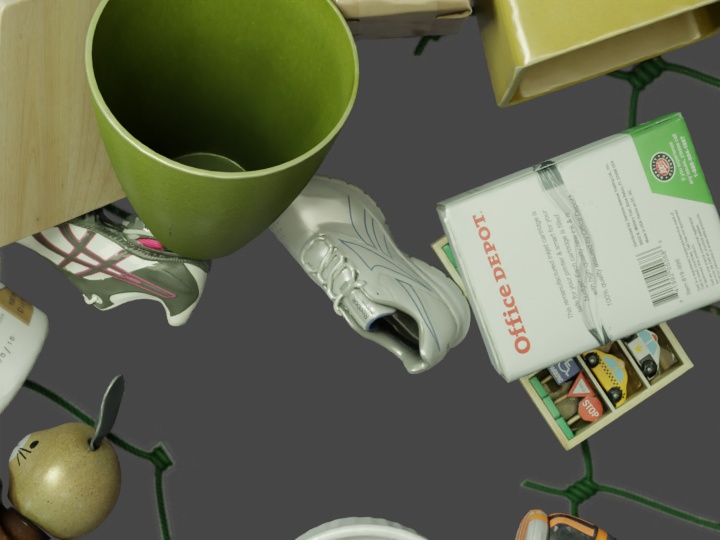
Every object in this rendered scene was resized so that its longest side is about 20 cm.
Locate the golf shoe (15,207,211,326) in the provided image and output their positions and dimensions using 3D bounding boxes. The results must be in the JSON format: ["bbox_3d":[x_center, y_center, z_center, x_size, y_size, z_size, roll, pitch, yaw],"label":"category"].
[{"bbox_3d":[-0.216,-0.014,1.378,0.198,0.077,0.089,12,104,0],"label":"golf shoe"}]

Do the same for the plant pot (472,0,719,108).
[{"bbox_3d":[0.169,-0.259,1.325,0.193,0.196,0.202,-19,87,-1],"label":"plant pot"}]

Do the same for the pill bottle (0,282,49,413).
[{"bbox_3d":[-0.346,0.028,1.332,0.199,0.114,0.115,37,91,-19],"label":"pill bottle"}]

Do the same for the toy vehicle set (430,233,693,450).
[{"bbox_3d":[0.162,0.028,1.417,0.124,0.027,0.201,-34,94,0],"label":"toy vehicle set"}]

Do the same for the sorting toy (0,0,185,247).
[{"bbox_3d":[-0.208,-0.145,1.299,0.069,0.198,0.201,35,132,30],"label":"sorting toy"}]

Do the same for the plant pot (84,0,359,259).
[{"bbox_3d":[-0.108,-0.096,1.269,0.185,0.200,0.189,5,61,-8],"label":"plant pot"}]

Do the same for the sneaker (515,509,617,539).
[{"bbox_3d":[0.163,0.300,1.405,0.111,0.078,0.202,15,89,-3],"label":"sneaker"}]

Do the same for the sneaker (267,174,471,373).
[{"bbox_3d":[0.000,0.000,1.372,0.199,0.087,0.075,38,121,-2],"label":"sneaker"}]

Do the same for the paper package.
[{"bbox_3d":[0.025,-0.279,1.312,0.102,0.191,0.202,-4,93,1],"label":"paper package"}]

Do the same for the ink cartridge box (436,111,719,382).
[{"bbox_3d":[0.173,-0.019,1.359,0.198,0.083,0.148,-20,94,-2],"label":"ink cartridge box"}]

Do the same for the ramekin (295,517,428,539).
[{"bbox_3d":[0.002,0.292,1.392,0.198,0.098,0.203,0,94,-3],"label":"ramekin"}]

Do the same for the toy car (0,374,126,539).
[{"bbox_3d":[-0.249,0.157,1.350,0.157,0.164,0.200,39,82,-4],"label":"toy car"}]
